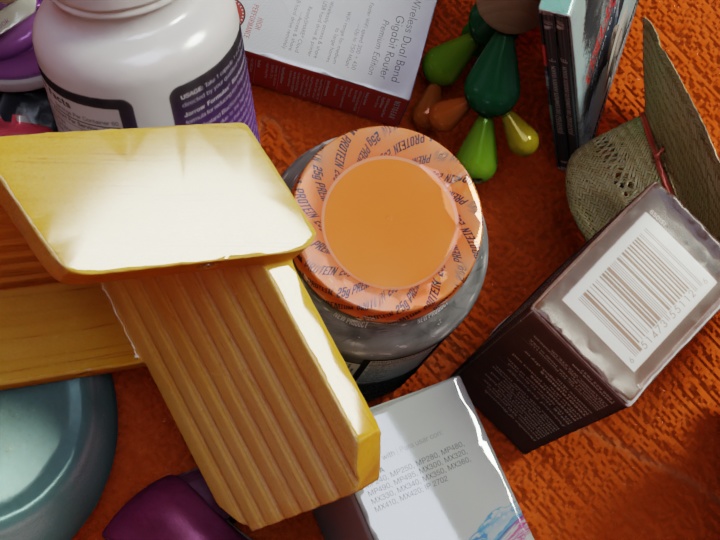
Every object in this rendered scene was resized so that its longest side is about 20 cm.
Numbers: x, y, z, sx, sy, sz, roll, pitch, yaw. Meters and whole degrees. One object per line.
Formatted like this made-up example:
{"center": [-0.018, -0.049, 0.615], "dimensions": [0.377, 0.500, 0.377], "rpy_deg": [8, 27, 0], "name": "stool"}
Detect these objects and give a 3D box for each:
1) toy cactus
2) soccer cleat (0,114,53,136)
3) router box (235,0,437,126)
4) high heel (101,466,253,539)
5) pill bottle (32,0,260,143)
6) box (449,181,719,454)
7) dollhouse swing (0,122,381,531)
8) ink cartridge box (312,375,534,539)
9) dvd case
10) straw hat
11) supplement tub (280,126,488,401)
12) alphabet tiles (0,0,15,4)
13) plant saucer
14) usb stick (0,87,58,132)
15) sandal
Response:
{"center": [0.094, -0.150, 0.819], "dimensions": [0.102, 0.165, 0.201], "rpy_deg": [20, 83, -2], "name": "toy cactus"}
{"center": [-0.259, -0.043, 0.744], "dimensions": [0.200, 0.067, 0.077], "rpy_deg": [-16, 108, -41], "name": "soccer cleat"}
{"center": [-0.032, -0.215, 0.878], "dimensions": [0.179, 0.049, 0.201], "rpy_deg": [16, 74, -3], "name": "router box"}
{"center": [-0.058, 0.199, 0.757], "dimensions": [0.096, 0.067, 0.200], "rpy_deg": [-30, 68, -20], "name": "high heel"}
{"center": [-0.117, -0.104, 0.747], "dimensions": [0.111, 0.200, 0.112], "rpy_deg": [-3, 46, 3], "name": "pill bottle"}
{"center": [0.124, 0.035, 0.755], "dimensions": [0.075, 0.200, 0.100], "rpy_deg": [46, 75, 3], "name": "box"}
{"center": [-0.117, 0.049, 0.662], "dimensions": [0.181, 0.200, 0.177], "rpy_deg": [-8, 76, -32], "name": "dollhouse swing"}
{"center": [0.045, 0.172, 0.736], "dimensions": [0.083, 0.146, 0.201], "rpy_deg": [-21, 79, -14], "name": "ink cartridge box"}
{"center": [0.142, -0.164, 0.813], "dimensions": [0.022, 0.200, 0.146], "rpy_deg": [15, 73, 15], "name": "dvd case"}
{"center": [0.170, -0.044, 0.813], "dimensions": [0.085, 0.201, 0.202], "rpy_deg": [-21, 78, 10], "name": "straw hat"}
{"center": [0.000, 0.000, 0.747], "dimensions": [0.122, 0.200, 0.123], "rpy_deg": [2, 74, -8], "name": "supplement tub"}
{"center": [-0.248, -0.187, 0.800], "dimensions": [0.199, 0.015, 0.196], "rpy_deg": [-20, 38, -13], "name": "alphabet tiles"}
{"center": [-0.222, 0.073, 0.734], "dimensions": [0.199, 0.036, 0.201], "rpy_deg": [11, 68, -27], "name": "plant saucer"}
{"center": [-0.206, -0.065, 0.824], "dimensions": [0.055, 0.033, 0.201], "rpy_deg": [17, 74, -10], "name": "usb stick"}
{"center": [-0.237, -0.151, 0.810], "dimensions": [0.202, 0.050, 0.083], "rpy_deg": [-2, 72, 8], "name": "sandal"}
